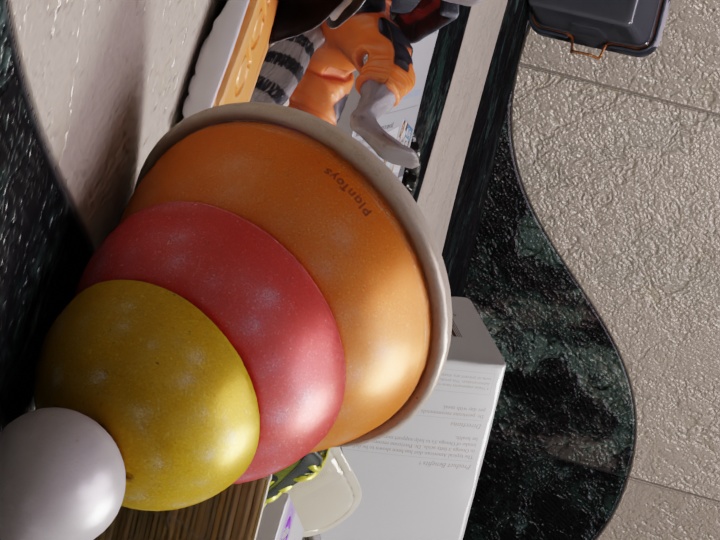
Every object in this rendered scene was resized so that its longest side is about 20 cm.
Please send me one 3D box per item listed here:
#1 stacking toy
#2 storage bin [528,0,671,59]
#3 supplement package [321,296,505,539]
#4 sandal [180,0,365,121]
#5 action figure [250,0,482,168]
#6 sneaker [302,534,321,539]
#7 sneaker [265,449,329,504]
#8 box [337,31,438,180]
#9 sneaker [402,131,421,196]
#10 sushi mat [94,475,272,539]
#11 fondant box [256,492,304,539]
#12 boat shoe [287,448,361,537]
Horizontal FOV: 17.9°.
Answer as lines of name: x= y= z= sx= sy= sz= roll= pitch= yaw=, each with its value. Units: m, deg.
stacking toy: x=-0.072 y=0.036 z=0.828 sx=0.200 sy=0.146 sz=0.146 roll=-38 pitch=147 yaw=-48
storage bin: x=0.330 y=-0.384 z=3.287 sx=0.134 sy=0.200 sz=0.146 roll=17 pitch=88 yaw=-73
supplement package: x=0.017 y=0.125 z=1.656 sx=0.117 sy=0.117 sz=0.200 roll=-116 pitch=-144 yaw=-63
sandal: x=-0.026 y=-0.121 z=1.011 sx=0.079 sy=0.059 sz=0.207 roll=89 pitch=17 yaw=-72
action figure: x=0.008 y=-0.139 z=1.111 sx=0.200 sy=0.105 sz=0.194 roll=-34 pitch=-141 yaw=59
sneaker: x=-0.063 y=0.202 z=1.517 sx=0.200 sy=0.075 sz=0.082 roll=-95 pitch=-169 yaw=-71
sneaker: x=-0.055 y=0.095 z=1.162 sx=0.075 sy=0.085 sz=0.200 roll=-66 pitch=169 yaw=-54
box: x=0.003 y=-0.104 z=1.367 sx=0.156 sy=0.041 sz=0.200 roll=-28 pitch=134 yaw=-73
sneaker: x=0.000 y=0.000 z=1.501 sx=0.085 sy=0.078 sz=0.200 roll=79 pitch=26 yaw=-79
sushi mat: x=-0.079 y=0.110 z=0.987 sx=0.012 sy=0.096 sz=0.200 roll=1 pitch=108 yaw=-44
fondant box: x=-0.089 y=0.227 z=1.320 sx=0.144 sy=0.058 sz=0.200 roll=82 pitch=22 yaw=-76
boat shoe: x=-0.044 y=0.086 z=1.382 sx=0.060 sy=0.072 sz=0.200 roll=59 pitch=-11 yaw=36
